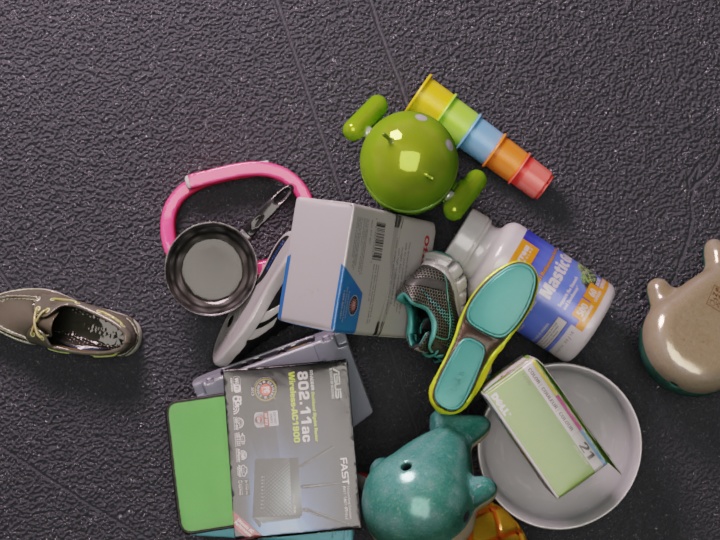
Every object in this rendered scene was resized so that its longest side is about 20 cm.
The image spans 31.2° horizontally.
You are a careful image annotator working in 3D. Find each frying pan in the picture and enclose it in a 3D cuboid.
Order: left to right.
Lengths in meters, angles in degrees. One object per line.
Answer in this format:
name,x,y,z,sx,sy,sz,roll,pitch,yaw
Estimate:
frying pan,-0.168,-0.036,1.586,0.114,0.031,0.191,22,83,2

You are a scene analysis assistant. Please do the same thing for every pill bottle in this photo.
pill bottle,0.198,0.013,1.568,0.199,0.112,0.113,33,90,1

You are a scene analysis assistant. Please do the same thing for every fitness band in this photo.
fitness band,-0.153,-0.060,1.616,0.198,0.037,0.145,-12,89,2

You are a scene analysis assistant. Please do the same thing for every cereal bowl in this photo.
cereal bowl,0.238,0.211,1.578,0.198,0.083,0.202,0,89,1

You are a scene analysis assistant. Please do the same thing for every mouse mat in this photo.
mouse mat,-0.129,0.223,1.550,0.198,0.008,0.162,-8,81,-2

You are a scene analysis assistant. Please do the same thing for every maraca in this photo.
maraca,0.153,0.346,1.518,0.200,0.107,0.137,40,52,-1

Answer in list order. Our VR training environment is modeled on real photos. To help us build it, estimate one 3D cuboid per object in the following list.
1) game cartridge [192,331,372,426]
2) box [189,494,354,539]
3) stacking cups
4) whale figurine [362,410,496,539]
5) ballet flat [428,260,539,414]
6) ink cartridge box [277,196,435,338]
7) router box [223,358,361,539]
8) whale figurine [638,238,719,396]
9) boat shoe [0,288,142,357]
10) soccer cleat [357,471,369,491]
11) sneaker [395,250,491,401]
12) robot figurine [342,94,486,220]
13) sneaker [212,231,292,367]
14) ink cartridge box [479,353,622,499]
game cartridge,-0.092,0.162,1.592,0.198,0.040,0.134,-19,104,1
box,-0.105,0.300,1.586,0.198,0.082,0.050,3,89,2
stacking cups,0.152,-0.165,1.600,0.199,0.061,0.061,33,90,0
whale figurine,0.078,0.227,1.467,0.158,0.104,0.201,7,47,30
ballet flat,0.140,0.078,1.506,0.067,0.067,0.201,31,86,6
ink cartridge box,0.000,0.000,1.526,0.084,0.200,0.147,8,89,31
router box,-0.080,0.210,1.517,0.148,0.062,0.202,-5,81,-3
whale figurine,0.416,0.062,1.582,0.158,0.104,0.201,29,66,2
boat shoe,-0.374,0.065,1.607,0.200,0.060,0.073,12,89,2
soccer cleat,0.060,0.330,1.588,0.200,0.069,0.085,42,80,-3
sneaker,0.093,0.081,1.555,0.091,0.077,0.201,-37,116,-34
robot figurine,0.058,-0.125,1.529,0.175,0.200,0.116,40,92,2
sneaker,-0.090,0.058,1.596,0.111,0.073,0.201,27,110,-24
ink cartridge box,0.206,0.175,1.438,0.076,0.200,0.148,-35,88,1
